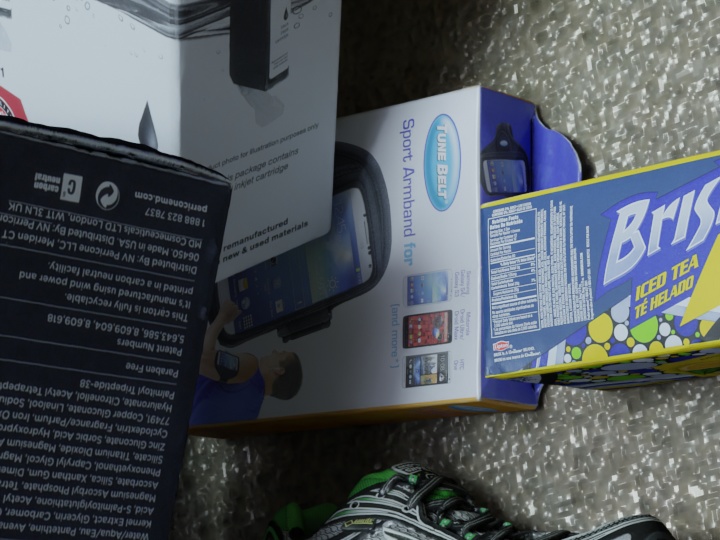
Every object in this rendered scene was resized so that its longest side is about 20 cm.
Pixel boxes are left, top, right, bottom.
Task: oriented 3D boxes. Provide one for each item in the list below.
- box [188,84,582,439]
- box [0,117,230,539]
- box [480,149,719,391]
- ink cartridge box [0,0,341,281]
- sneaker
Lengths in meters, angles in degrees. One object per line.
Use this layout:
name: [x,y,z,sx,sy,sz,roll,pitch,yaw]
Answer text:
box: [0.000,0.000,0.817,0.199,0.041,0.120,-10,75,44]
box: [-0.142,0.051,0.706,0.147,0.104,0.202,7,86,47]
box: [0.136,-0.005,0.667,0.199,0.070,0.065,-11,77,41]
ink cartridge box: [-0.082,-0.115,0.768,0.144,0.083,0.201,32,132,37]
sneaker: [0.028,0.107,0.744,0.199,0.078,0.086,-14,72,41]
